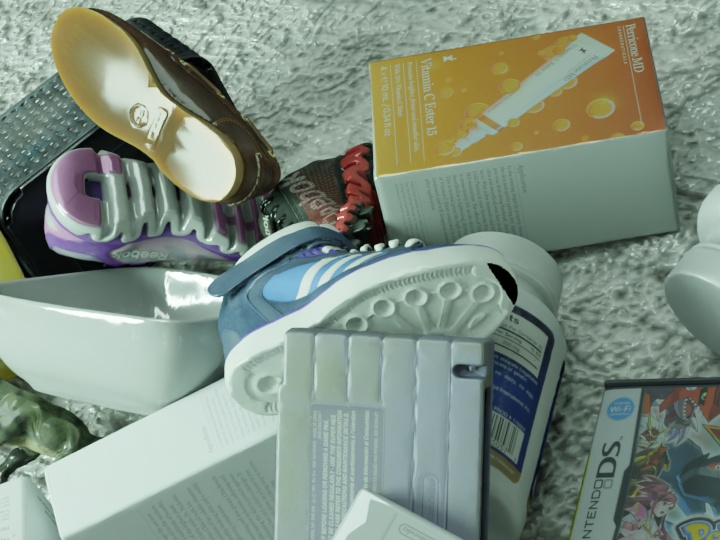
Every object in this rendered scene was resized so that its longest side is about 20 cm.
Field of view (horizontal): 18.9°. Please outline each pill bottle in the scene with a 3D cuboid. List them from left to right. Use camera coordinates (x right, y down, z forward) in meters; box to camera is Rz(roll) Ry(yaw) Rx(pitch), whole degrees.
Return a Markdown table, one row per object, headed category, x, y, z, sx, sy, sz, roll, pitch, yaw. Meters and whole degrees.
| category | x | y | z | sx | sy | sz | roll | pitch | yaw |
| --- | --- | --- | --- | --- | --- | --- | --- | --- | --- |
| pill bottle | 0.070 | 0.075 | 1.380 | 0.111 | 0.111 | 0.200 | -3 | 47 | 26 |
| pill bottle | 0.285 | -0.037 | 1.378 | 0.111 | 0.111 | 0.200 | 25 | 64 | 43 |

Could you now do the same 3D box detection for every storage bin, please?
| category | x | y | z | sx | sy | sz | roll | pitch | yaw |
| --- | --- | --- | --- | --- | --- | --- | --- | --- | --- |
| storage bin | -0.193 | -0.080 | 1.659 | 0.200 | 0.135 | 0.094 | -40 | 42 | -13 |

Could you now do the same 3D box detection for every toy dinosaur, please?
| category | x | y | z | sx | sy | sz | roll | pitch | yaw |
| --- | --- | --- | --- | --- | --- | --- | --- | --- | --- |
| toy dinosaur | -0.248 | 0.115 | 1.514 | 0.088 | 0.200 | 0.047 | -54 | 5 | 9 |

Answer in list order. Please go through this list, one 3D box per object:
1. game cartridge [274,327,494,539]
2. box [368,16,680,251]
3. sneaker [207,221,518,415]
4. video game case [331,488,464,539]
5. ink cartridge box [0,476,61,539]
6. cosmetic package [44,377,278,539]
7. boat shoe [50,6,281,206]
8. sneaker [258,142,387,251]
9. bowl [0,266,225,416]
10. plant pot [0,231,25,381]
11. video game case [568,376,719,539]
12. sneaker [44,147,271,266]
| category | x | y | z | sx | sy | sz | roll | pitch | yaw |
| --- | --- | --- | --- | --- | --- | --- | --- | --- | --- |
| game cartridge | 0.012 | 0.136 | 1.275 | 0.129 | 0.201 | 0.038 | 4 | 5 | 21 |
| box | 0.112 | -0.087 | 1.506 | 0.199 | 0.098 | 0.125 | -9 | 44 | 5 |
| sneaker | 0.000 | 0.000 | 1.360 | 0.199 | 0.081 | 0.147 | -24 | 35 | 16 |
| video game case | 0.043 | 0.245 | 1.204 | 0.199 | 0.024 | 0.182 | 27 | 74 | 14 |
| ink cartridge box | -0.261 | 0.251 | 1.402 | 0.146 | 0.084 | 0.200 | -20 | 43 | 10 |
| cosmetic package | -0.093 | 0.137 | 1.414 | 0.199 | 0.102 | 0.071 | -26 | 42 | 1 |
| boat shoe | -0.140 | -0.117 | 1.557 | 0.200 | 0.070 | 0.070 | 46 | 118 | 19 |
| sneaker | -0.026 | -0.024 | 1.534 | 0.097 | 0.071 | 0.201 | -13 | 25 | 9 |
| bowl | -0.140 | 0.048 | 1.501 | 0.199 | 0.075 | 0.200 | 9 | 11 | 34 |
| plant pot | -0.342 | 0.043 | 1.586 | 0.188 | 0.201 | 0.201 | -27 | 39 | -18 |
| video game case | 0.225 | 0.139 | 1.296 | 0.199 | 0.026 | 0.181 | -3 | 47 | 26 |
| sneaker | -0.147 | -0.037 | 1.594 | 0.088 | 0.199 | 0.081 | -47 | 46 | 50 |
